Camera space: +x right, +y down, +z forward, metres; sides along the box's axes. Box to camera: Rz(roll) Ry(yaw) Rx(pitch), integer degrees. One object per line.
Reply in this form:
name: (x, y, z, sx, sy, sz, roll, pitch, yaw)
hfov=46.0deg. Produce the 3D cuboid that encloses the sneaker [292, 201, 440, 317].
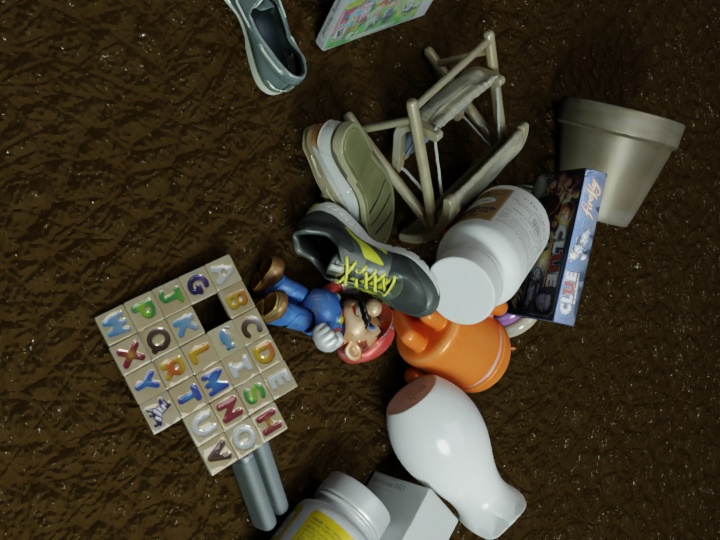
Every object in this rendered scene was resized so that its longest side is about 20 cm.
sneaker: (0.000, 0.000, 1.000, 0.085, 0.198, 0.075, -38, 157, -55)

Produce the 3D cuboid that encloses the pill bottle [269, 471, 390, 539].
pill bottle: (-0.057, 0.344, 0.993, 0.200, 0.113, 0.115, -48, 120, -29)

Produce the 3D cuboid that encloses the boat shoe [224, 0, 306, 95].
boat shoe: (-0.110, -0.303, 0.961, 0.072, 0.061, 0.203, -28, 108, -34)

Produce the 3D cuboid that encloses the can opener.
can opener: (-0.133, 0.205, 0.964, 0.053, 0.066, 0.203, -44, 126, -44)

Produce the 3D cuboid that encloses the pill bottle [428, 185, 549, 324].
pill bottle: (0.159, -0.020, 1.072, 0.200, 0.113, 0.116, -45, 120, -51)

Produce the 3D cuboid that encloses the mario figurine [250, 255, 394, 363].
mario figurine: (-0.029, 0.042, 1.018, 0.198, 0.105, 0.125, 24, 74, -38)

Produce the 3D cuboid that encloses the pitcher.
pitcher: (0.109, 0.241, 1.124, 0.121, 0.171, 0.201, -40, 103, -23)

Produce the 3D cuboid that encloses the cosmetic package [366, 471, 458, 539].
cosmetic package: (0.024, 0.368, 1.070, 0.081, 0.112, 0.201, 48, 60, -32)

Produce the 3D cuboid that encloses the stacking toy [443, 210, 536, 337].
stacking toy: (0.180, 0.000, 1.227, 0.086, 0.085, 0.201, -50, 115, -29)

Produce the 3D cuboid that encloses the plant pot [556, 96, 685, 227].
plant pot: (0.393, -0.169, 1.353, 0.198, 0.199, 0.176, 3, 106, -41)

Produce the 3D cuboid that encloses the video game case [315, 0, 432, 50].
video game case: (0.050, -0.361, 1.038, 0.199, 0.182, 0.022, -31, 77, -37)

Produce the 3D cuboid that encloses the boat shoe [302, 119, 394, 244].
boat shoe: (-0.012, -0.108, 1.052, 0.075, 0.068, 0.201, -59, 146, -30)

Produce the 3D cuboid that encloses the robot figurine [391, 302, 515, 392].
robot figurine: (0.125, 0.096, 1.151, 0.199, 0.116, 0.146, 31, 69, -37)

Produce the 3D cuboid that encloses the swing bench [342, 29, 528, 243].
swing bench: (0.116, -0.173, 1.124, 0.199, 0.129, 0.202, -45, 118, -33)

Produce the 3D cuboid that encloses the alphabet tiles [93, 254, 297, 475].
alphabet tiles: (-0.164, 0.104, 0.904, 0.166, 0.008, 0.202, -27, 88, -32)

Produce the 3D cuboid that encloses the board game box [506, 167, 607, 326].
board game box: (0.261, -0.032, 1.148, 0.034, 0.135, 0.203, 14, 87, -18)

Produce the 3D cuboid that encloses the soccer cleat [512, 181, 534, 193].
soccer cleat: (0.224, -0.094, 1.252, 0.198, 0.080, 0.069, -16, 108, -44)
